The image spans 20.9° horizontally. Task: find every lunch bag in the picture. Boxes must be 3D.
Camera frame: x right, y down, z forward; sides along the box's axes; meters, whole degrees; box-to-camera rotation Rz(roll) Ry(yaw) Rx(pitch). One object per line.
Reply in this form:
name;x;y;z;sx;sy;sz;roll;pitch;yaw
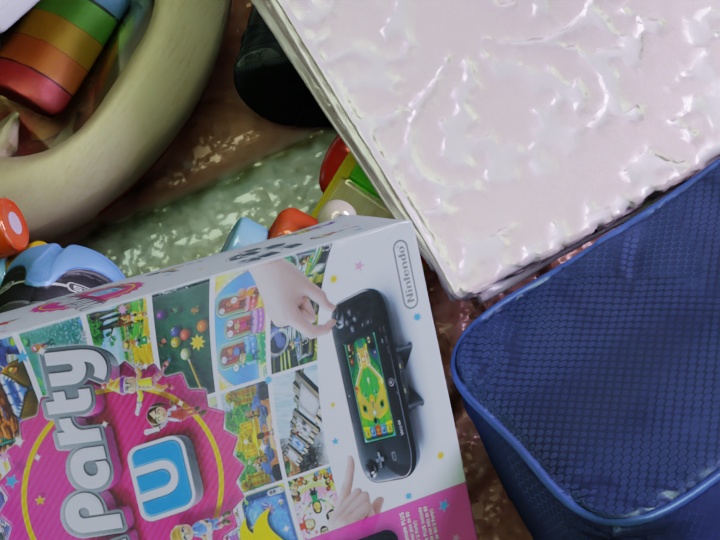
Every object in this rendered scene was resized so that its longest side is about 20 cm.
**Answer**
lunch bag;0.151;0.053;0.719;0.200;0.133;0.136;-31;39;-6

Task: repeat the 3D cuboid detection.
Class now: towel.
towel;0.071;-0.106;0.772;0.200;0.032;0.191;-27;76;-14

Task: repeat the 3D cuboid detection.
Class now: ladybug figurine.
ladybug figurine;-0.126;-0.091;0.852;0.136;0.072;0.200;30;76;19

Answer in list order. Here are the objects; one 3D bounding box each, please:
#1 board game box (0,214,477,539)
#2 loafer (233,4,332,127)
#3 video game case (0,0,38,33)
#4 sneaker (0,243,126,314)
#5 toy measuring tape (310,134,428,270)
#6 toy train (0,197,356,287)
board game box;-0.066;0.076;0.666;0.199;0.064;0.148;-17;100;-23
loafer;0.045;-0.109;0.837;0.199;0.073;0.073;1;64;7
video game case;-0.149;-0.189;0.863;0.182;0.023;0.200;-45;41;-19
sneaker;-0.114;0.091;0.734;0.070;0.083;0.200;1;112;10
toy measuring tape;0.000;0.000;0.815;0.073;0.074;0.200;34;99;19
toy train;-0.093;-0.001;0.769;0.199;0.151;0.056;23;29;-8
